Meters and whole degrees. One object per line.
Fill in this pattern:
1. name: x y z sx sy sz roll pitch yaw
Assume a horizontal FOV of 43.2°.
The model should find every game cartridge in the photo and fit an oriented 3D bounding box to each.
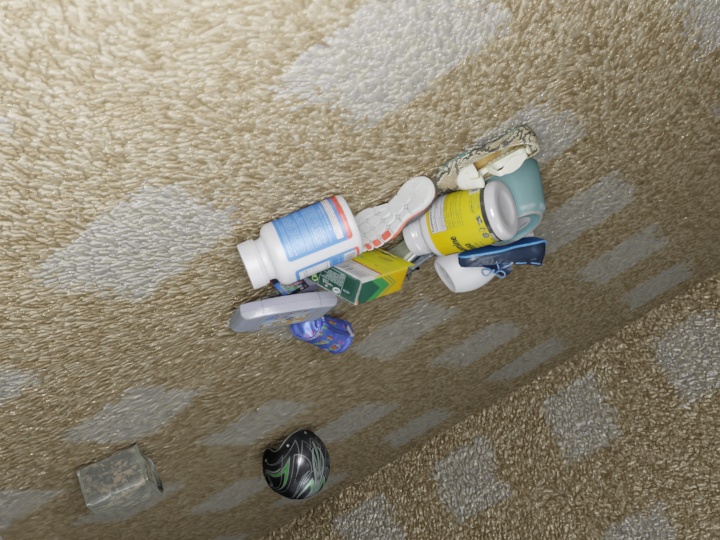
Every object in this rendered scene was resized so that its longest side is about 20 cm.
1. game cartridge: -0.152 0.081 1.809 0.199 0.042 0.133 -8 170 -21
2. game cartridge: -0.111 -0.003 1.736 0.129 0.038 0.200 -31 157 1

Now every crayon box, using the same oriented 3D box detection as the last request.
1. crayon box: 0.000 0.000 1.678 0.200 0.127 0.051 -16 128 -56

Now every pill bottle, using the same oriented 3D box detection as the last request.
1. pill bottle: -0.105 -0.044 1.554 0.199 0.113 0.112 -22 157 -8
2. pill bottle: 0.184 -0.091 1.703 0.199 0.113 0.112 -15 165 32

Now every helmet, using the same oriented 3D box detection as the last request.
1. helmet: -0.184 0.585 2.735 0.199 0.201 0.190 -2 164 -44

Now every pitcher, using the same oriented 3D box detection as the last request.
1. pitcher: 0.257 -0.036 1.957 0.200 0.121 0.172 -34 171 -10

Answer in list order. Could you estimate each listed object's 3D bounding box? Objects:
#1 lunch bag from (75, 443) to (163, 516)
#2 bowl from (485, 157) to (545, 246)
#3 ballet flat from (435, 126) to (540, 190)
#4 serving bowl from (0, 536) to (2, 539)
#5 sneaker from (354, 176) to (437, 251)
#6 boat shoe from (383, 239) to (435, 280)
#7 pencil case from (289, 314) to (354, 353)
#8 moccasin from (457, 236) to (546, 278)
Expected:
1. lunch bag: -0.596 0.537 2.278 0.163 0.118 0.200 -23 152 -10
2. bowl: 0.285 -0.122 1.798 0.200 0.105 0.201 -21 157 -9
3. ballet flat: 0.231 -0.190 1.632 0.199 0.075 0.068 -27 134 6
4. serving bowl: -0.989 0.679 2.240 0.199 0.066 0.200 -21 156 -10
5. sneaker: 0.065 -0.093 1.676 0.200 0.077 0.082 -33 162 18
6. boat shoe: 0.090 -0.019 1.849 0.200 0.075 0.062 -40 128 20
7. pencil case: -0.079 0.130 1.989 0.086 0.078 0.200 -7 164 21
8. moccasin: 0.293 -0.020 1.842 0.199 0.069 0.080 -8 -164 -17
